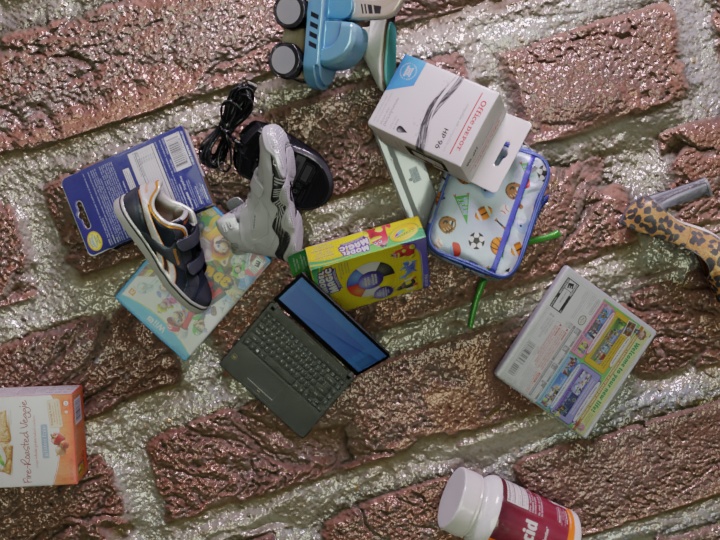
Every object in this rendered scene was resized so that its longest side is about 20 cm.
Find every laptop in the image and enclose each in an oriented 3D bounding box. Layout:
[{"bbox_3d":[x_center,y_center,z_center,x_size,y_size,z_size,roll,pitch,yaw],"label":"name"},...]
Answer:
[{"bbox_3d":[-0.085,0.130,1.178,0.177,0.103,0.201,42,93,-7],"label":"laptop"}]

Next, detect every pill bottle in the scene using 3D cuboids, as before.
[{"bbox_3d":[0.224,0.383,1.221,0.196,0.114,0.116,25,95,-6],"label":"pill bottle"}]

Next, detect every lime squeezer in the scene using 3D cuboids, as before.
[{"bbox_3d":[0.213,-0.007,1.221,0.200,0.038,0.071,-47,128,2],"label":"lime squeezer"}]

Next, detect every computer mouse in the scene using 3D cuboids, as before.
[{"bbox_3d":[-0.122,-0.167,1.160,0.198,0.053,0.140,33,115,-7],"label":"computer mouse"}]

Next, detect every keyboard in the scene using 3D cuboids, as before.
[{"bbox_3d":[0.075,-0.140,1.204,0.055,0.011,0.204,-23,98,-6],"label":"keyboard"}]

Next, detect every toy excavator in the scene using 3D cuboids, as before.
[{"bbox_3d":[-0.012,-0.345,1.098,0.195,0.100,0.200,9,99,15],"label":"toy excavator"}]

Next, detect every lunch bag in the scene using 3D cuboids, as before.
[{"bbox_3d":[0.187,-0.095,1.164,0.157,0.076,0.204,21,86,4],"label":"lunch bag"}]

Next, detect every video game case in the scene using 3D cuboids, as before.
[{"bbox_3d":[-0.248,0.012,1.196,0.143,0.018,0.201,42,93,-8],"label":"video game case"},{"bbox_3d":[0.332,0.127,1.245,0.180,0.022,0.202,34,93,-7],"label":"video game case"}]

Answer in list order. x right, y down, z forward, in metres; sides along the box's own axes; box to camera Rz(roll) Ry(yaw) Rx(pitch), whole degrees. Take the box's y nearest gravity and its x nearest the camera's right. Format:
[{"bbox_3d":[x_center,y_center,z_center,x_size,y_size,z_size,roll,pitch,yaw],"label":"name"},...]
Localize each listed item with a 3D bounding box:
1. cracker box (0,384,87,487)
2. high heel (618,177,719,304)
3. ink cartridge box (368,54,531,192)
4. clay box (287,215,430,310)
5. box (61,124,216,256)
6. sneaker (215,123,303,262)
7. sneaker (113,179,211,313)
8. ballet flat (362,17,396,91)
[{"bbox_3d":[-0.512,0.246,1.188,0.194,0.058,0.138,-2,96,-3],"label":"cracker box"},{"bbox_3d":[0.479,-0.024,1.217,0.139,0.071,0.205,-18,95,6],"label":"high heel"},{"bbox_3d":[0.124,-0.205,1.118,0.197,0.068,0.118,28,88,24],"label":"ink cartridge box"},{"bbox_3d":[0.000,0.000,1.162,0.195,0.048,0.116,-17,141,-4],"label":"clay box"},{"bbox_3d":[-0.321,-0.113,1.162,0.196,0.032,0.124,-22,92,2],"label":"box"},{"bbox_3d":[-0.146,-0.102,1.121,0.112,0.076,0.204,-1,121,8],"label":"sneaker"},{"bbox_3d":[-0.255,-0.032,1.124,0.078,0.079,0.202,-28,115,12],"label":"sneaker"},{"bbox_3d":[0.024,-0.359,1.153,0.068,0.069,0.206,6,92,-4],"label":"ballet flat"}]
